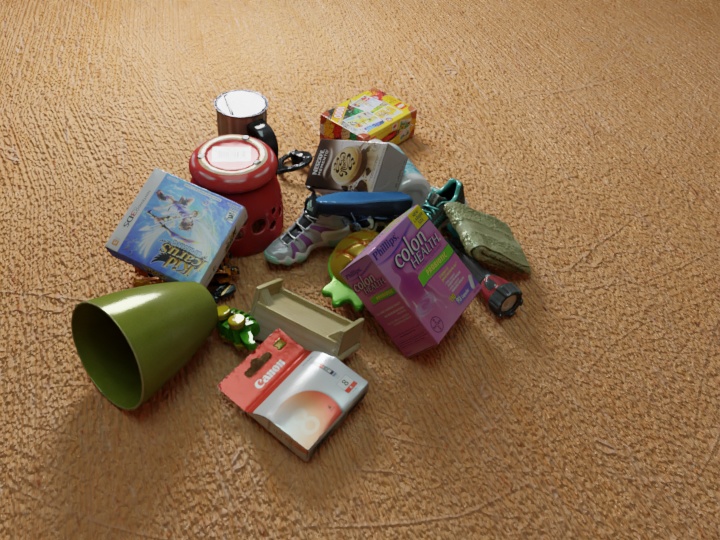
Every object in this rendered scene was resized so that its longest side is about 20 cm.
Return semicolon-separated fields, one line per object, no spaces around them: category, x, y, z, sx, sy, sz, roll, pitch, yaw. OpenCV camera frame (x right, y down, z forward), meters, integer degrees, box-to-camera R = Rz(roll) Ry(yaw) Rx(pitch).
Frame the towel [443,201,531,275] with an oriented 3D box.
towel;0.257;-0.066;1.484;0.198;0.037;0.149;15;38;-40

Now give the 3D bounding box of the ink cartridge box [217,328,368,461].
ink cartridge box;-0.109;0.188;1.217;0.199;0.050;0.162;36;55;15

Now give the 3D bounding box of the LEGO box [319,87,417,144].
LEGO box;0.019;-0.358;1.829;0.148;0.078;0.199;33;49;28

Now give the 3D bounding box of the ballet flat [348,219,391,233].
ballet flat;0.045;-0.097;1.561;0.197;0.068;0.063;7;52;3

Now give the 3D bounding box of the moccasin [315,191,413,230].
moccasin;0.010;-0.112;1.452;0.197;0.069;0.081;-1;23;-14

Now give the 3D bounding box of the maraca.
maraca;0.000;0.000;1.418;0.135;0.108;0.201;6;45;16

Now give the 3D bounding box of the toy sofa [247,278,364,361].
toy sofa;-0.100;0.101;1.330;0.198;0.099;0.083;24;22;21

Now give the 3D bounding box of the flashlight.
flashlight;0.236;0.011;1.466;0.067;0.068;0.200;-10;38;-28

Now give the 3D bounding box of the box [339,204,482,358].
box;0.094;0.018;1.343;0.201;0.096;0.176;51;50;-5

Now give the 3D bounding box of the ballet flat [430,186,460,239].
ballet flat;0.204;-0.109;1.601;0.065;0.071;0.201;8;37;-40

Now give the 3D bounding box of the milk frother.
milk frother;-0.212;-0.296;1.658;0.179;0.190;0.200;26;46;21

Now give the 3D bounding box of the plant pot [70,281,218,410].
plant pot;-0.340;0.100;1.238;0.186;0.189;0.199;31;39;26

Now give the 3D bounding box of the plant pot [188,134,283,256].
plant pot;-0.256;-0.158;1.512;0.197;0.184;0.202;3;45;-3

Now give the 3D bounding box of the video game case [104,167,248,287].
video game case;-0.338;-0.073;1.375;0.198;0.046;0.183;23;70;10

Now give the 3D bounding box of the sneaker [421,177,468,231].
sneaker;0.141;-0.116;1.502;0.077;0.092;0.200;33;61;27

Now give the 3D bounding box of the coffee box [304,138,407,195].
coffee box;-0.011;-0.209;1.580;0.198;0.079;0.114;12;81;42

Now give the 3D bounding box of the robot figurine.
robot figurine;-0.330;0.004;1.415;0.197;0.059;0.146;-6;48;-12

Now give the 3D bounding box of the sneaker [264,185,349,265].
sneaker;-0.110;-0.102;1.488;0.199;0.141;0.077;-26;43;-32

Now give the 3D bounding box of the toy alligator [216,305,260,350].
toy alligator;-0.237;0.086;1.329;0.199;0.060;0.054;25;45;38

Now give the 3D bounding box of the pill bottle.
pill bottle;0.067;-0.209;1.647;0.110;0.112;0.201;-15;46;-21
